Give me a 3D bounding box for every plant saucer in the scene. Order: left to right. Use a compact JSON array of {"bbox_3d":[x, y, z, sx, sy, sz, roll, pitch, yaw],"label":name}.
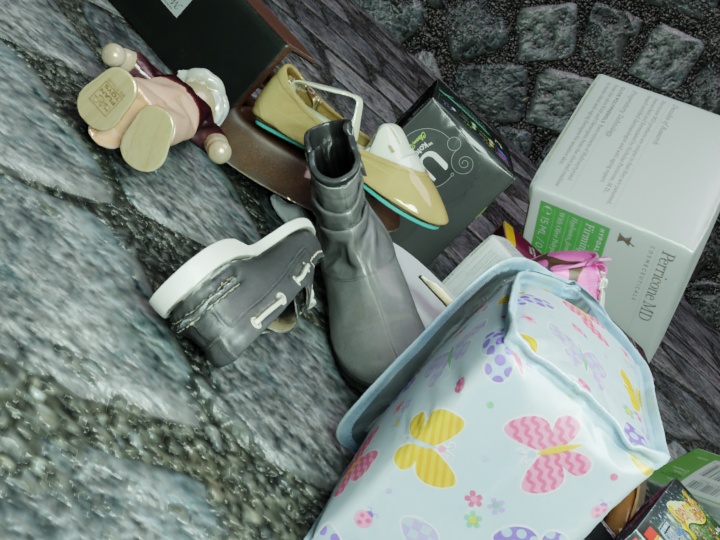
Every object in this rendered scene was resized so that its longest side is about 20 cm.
[{"bbox_3d":[-0.046,-0.098,0.948,0.200,0.035,0.200,27,16,-8],"label":"plant saucer"}]

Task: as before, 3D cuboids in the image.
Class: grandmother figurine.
[{"bbox_3d":[-0.147,-0.123,0.794,0.121,0.061,0.200,53,12,-3],"label":"grandmother figurine"}]

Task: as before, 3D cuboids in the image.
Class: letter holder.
[{"bbox_3d":[-0.139,-0.242,1.065,0.200,0.101,0.142,48,14,14],"label":"letter holder"}]

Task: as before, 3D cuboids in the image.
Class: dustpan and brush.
[{"bbox_3d":[0.000,0.000,0.893,0.200,0.057,0.140,52,26,6],"label":"dustpan and brush"}]

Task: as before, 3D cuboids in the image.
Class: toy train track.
[{"bbox_3d":[0.098,0.037,0.792,0.115,0.033,0.200,47,0,-2],"label":"toy train track"}]

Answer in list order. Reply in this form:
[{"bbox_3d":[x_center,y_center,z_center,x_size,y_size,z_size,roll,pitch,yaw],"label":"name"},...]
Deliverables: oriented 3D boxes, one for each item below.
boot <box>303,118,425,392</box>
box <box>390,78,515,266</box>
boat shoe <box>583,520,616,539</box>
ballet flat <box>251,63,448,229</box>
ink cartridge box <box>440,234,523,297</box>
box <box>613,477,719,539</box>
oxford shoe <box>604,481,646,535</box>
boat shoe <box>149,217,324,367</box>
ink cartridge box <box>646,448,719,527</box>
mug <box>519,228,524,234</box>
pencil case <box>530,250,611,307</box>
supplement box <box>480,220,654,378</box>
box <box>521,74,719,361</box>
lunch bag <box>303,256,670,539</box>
[{"bbox_3d":[-0.005,-0.015,0.746,0.200,0.070,0.132,-117,-168,-52],"label":"boot"},{"bbox_3d":[0.075,-0.110,1.164,0.124,0.149,0.200,43,16,-7],"label":"box"},{"bbox_3d":[0.132,0.148,0.772,0.200,0.060,0.074,47,16,10],"label":"boat shoe"},{"bbox_3d":[-0.003,-0.107,0.871,0.200,0.063,0.069,33,17,15],"label":"ballet flat"},{"bbox_3d":[0.150,0.077,0.941,0.200,0.109,0.050,49,15,16],"label":"ink cartridge box"},{"bbox_3d":[0.237,0.220,0.717,0.137,0.038,0.200,50,17,16],"label":"box"},{"bbox_3d":[0.208,0.188,0.920,0.071,0.072,0.200,14,18,4],"label":"oxford shoe"},{"bbox_3d":[-0.060,0.012,0.652,0.060,0.074,0.200,50,13,3],"label":"boat shoe"},{"bbox_3d":[0.319,0.256,0.870,0.200,0.059,0.104,67,-16,-10],"label":"ink cartridge box"},{"bbox_3d":[0.263,0.032,1.259,0.186,0.153,0.149,40,17,-11],"label":"mug"},{"bbox_3d":[0.172,0.085,0.845,0.091,0.093,0.201,-23,102,-56],"label":"pencil case"},{"bbox_3d":[0.177,0.063,1.040,0.200,0.110,0.086,42,16,-6],"label":"supplement box"},{"bbox_3d":[0.276,-0.053,1.108,0.171,0.199,0.200,23,54,16],"label":"box"},{"bbox_3d":[0.070,0.090,0.596,0.127,0.170,0.200,41,19,1],"label":"lunch bag"}]
